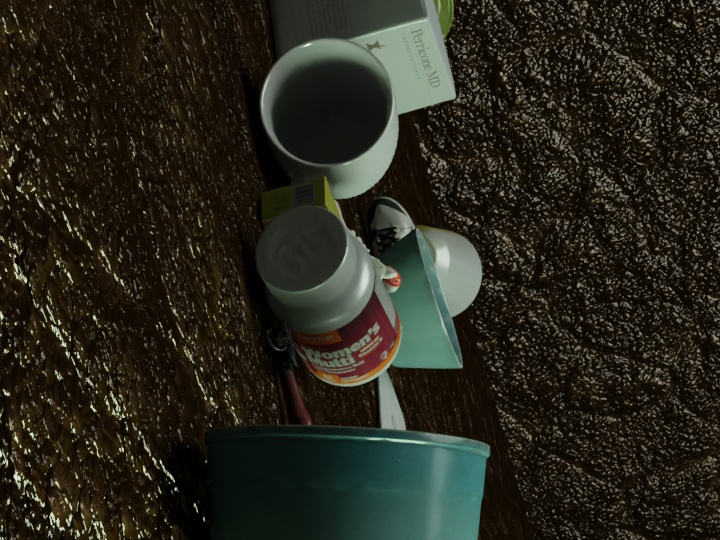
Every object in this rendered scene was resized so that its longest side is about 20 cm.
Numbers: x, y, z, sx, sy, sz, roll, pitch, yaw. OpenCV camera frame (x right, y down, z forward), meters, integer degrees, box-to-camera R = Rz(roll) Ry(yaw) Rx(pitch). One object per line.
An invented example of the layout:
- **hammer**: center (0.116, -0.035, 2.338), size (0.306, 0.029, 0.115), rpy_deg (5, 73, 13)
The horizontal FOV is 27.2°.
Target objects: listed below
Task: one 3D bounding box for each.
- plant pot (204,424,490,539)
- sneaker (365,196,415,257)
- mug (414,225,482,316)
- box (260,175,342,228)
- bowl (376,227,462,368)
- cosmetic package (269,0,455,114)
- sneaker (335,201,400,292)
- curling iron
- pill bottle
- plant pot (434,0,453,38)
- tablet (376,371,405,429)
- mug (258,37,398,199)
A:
- **plant pot**: center (-0.014, 0.210, 1.016), size (0.200, 0.198, 0.190), rpy_deg (47, 45, -74)
- **sneaker**: center (0.054, -0.016, 2.245), size (0.088, 0.075, 0.202), rpy_deg (13, 62, -81)
- **mug**: center (0.088, -0.010, 2.392), size (0.153, 0.185, 0.151), rpy_deg (26, 82, -68)
- **box**: center (-0.041, -0.001, 1.562), size (0.050, 0.075, 0.201), rpy_deg (-94, 169, -50)
- **bowl**: center (0.062, 0.052, 2.050), size (0.201, 0.104, 0.202), rpy_deg (-17, 90, -83)
- **cosmetic package**: center (0.000, -0.306, 1.927), size (0.168, 0.198, 0.167), rpy_deg (63, 15, -54)
- **sneaker**: center (0.000, 0.000, 1.769), size (0.070, 0.093, 0.201), rpy_deg (61, 17, -61)
- **curling iron**: center (-0.057, 0.141, 1.358), size (0.050, 0.025, 0.202), rpy_deg (72, 4, -77)
- **pill bottle**: center (-0.031, 0.026, 1.445), size (0.200, 0.109, 0.110), rpy_deg (62, 15, -59)
- **plant pot**: center (0.060, -0.502, 2.844), size (0.190, 0.199, 0.202), rpy_deg (-23, 98, -70)
- **tablet**: center (0.045, 0.223, 1.987), size (0.201, 0.014, 0.131), rpy_deg (-93, 166, -56)
- **mug**: center (-0.038, -0.131, 1.647), size (0.175, 0.147, 0.201), rpy_deg (74, 34, -74)
